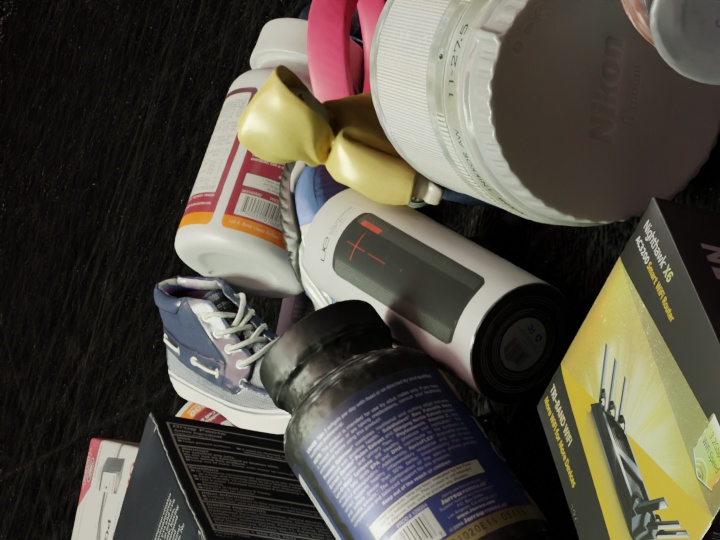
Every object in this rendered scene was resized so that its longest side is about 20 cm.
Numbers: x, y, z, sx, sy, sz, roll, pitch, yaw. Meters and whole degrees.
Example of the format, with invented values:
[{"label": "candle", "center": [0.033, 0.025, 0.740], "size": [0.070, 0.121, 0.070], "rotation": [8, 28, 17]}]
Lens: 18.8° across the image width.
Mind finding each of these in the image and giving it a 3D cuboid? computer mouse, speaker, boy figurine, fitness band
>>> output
[{"label": "computer mouse", "center": [0.087, 0.064, 1.406], "size": [0.059, 0.034, 0.200], "rotation": [-32, 50, 35]}, {"label": "speaker", "center": [0.046, 0.012, 1.387], "size": [0.200, 0.081, 0.081], "rotation": [33, 110, 51]}, {"label": "boy figurine", "center": [0.017, -0.087, 1.428], "size": [0.124, 0.200, 0.064], "rotation": [-102, 31, -56]}, {"label": "fitness band", "center": [0.000, -0.154, 1.613], "size": [0.200, 0.037, 0.144], "rotation": [-73, -25, -57]}]

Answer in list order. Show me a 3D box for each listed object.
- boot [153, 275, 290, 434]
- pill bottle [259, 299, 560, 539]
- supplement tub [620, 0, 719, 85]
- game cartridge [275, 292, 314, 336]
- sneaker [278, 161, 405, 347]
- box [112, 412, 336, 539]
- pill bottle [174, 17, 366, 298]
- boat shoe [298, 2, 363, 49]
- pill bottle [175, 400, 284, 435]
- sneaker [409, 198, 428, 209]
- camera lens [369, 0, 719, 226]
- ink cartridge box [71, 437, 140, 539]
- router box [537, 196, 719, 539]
[{"label": "boot", "center": [-0.091, 0.061, 1.647], "size": [0.200, 0.073, 0.090], "rotation": [11, 123, 49]}, {"label": "pill bottle", "center": [0.023, 0.119, 1.308], "size": [0.200, 0.112, 0.112], "rotation": [56, 137, 26]}, {"label": "supplement tub", "center": [0.182, -0.173, 1.103], "size": [0.200, 0.107, 0.107], "rotation": [-77, 12, -54]}, {"label": "game cartridge", "center": [-0.014, 0.023, 1.688], "size": [0.200, 0.040, 0.133], "rotation": [-173, 98, -70]}, {"label": "sneaker", "center": [0.000, 0.000, 1.557], "size": [0.077, 0.076, 0.200], "rotation": [-23, 79, 29]}, {"label": "box", "center": [-0.044, 0.199, 1.423], "size": [0.198, 0.200, 0.123], "rotation": [-125, 50, -65]}, {"label": "pill bottle", "center": [-0.064, -0.088, 1.697], "size": [0.110, 0.109, 0.200], "rotation": [-28, 41, 65]}, {"label": "boat shoe", "center": [-0.021, -0.190, 1.779], "size": [0.084, 0.069, 0.200], "rotation": [-97, 27, -42]}, {"label": "pill bottle", "center": [-0.077, 0.169, 1.651], "size": [0.200, 0.114, 0.114], "rotation": [-134, 59, -66]}, {"label": "sneaker", "center": [0.064, -0.129, 1.504], "size": [0.082, 0.078, 0.200], "rotation": [-114, 41, -57]}, {"label": "camera lens", "center": [0.104, -0.113, 1.262], "size": [0.200, 0.160, 0.160], "rotation": [-151, 75, -69]}, {"label": "ink cartridge box", "center": [-0.200, 0.234, 1.993], "size": [0.200, 0.085, 0.146], "rotation": [178, 104, -68]}, {"label": "router box", "center": [0.166, 0.084, 1.136], "size": [0.200, 0.052, 0.157], "rotation": [-105, 33, -51]}]
